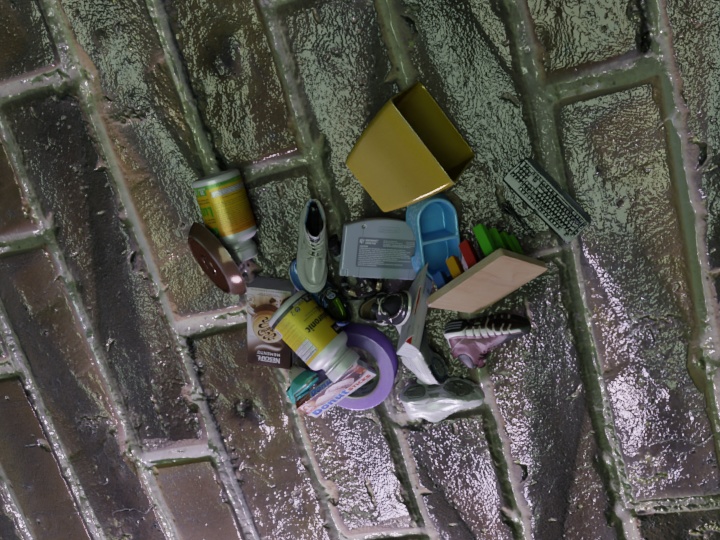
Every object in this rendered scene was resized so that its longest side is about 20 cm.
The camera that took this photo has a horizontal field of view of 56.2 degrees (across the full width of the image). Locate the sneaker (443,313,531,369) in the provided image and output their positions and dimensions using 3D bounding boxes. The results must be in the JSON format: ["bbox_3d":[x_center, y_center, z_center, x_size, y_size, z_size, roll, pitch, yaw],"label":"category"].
[{"bbox_3d":[0.295,0.167,1.530,0.199,0.076,0.116,-6,112,26],"label":"sneaker"}]

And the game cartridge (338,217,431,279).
[{"bbox_3d":[0.054,-0.049,1.481,0.199,0.040,0.134,3,106,-16],"label":"game cartridge"}]

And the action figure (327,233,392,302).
[{"bbox_3d":[0.000,0.000,1.539,0.129,0.070,0.201,-19,118,11],"label":"action figure"}]

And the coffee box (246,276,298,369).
[{"bbox_3d":[-0.208,0.126,1.620,0.112,0.080,0.201,6,109,10],"label":"coffee box"}]

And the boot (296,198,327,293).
[{"bbox_3d":[-0.107,-0.056,1.485,0.073,0.096,0.201,-4,79,-6],"label":"boot"}]

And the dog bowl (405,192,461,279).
[{"bbox_3d":[0.164,-0.070,1.461,0.111,0.050,0.201,-12,107,-12],"label":"dog bowl"}]

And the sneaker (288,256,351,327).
[{"bbox_3d":[-0.085,0.046,1.551,0.079,0.089,0.200,-45,102,-19],"label":"sneaker"}]

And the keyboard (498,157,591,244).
[{"bbox_3d":[0.379,-0.132,1.432,0.200,0.021,0.127,44,112,-3],"label":"keyboard"}]

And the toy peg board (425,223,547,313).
[{"bbox_3d":[0.254,-0.005,1.429,0.199,0.199,0.098,-37,60,31],"label":"toy peg board"}]

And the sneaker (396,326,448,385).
[{"bbox_3d":[0.122,0.185,1.571,0.087,0.074,0.201,-25,92,44],"label":"sneaker"}]

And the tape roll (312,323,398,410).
[{"bbox_3d":[-0.012,0.231,1.619,0.199,0.066,0.202,4,109,11],"label":"tape roll"}]

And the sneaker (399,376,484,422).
[{"bbox_3d":[0.198,0.315,1.604,0.199,0.078,0.100,-5,124,14],"label":"sneaker"}]

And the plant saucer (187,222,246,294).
[{"bbox_3d":[-0.338,-0.019,1.555,0.200,0.034,0.201,40,154,24],"label":"plant saucer"}]

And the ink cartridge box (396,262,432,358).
[{"bbox_3d":[0.126,0.089,1.432,0.047,0.200,0.161,14,71,-3],"label":"ink cartridge box"}]

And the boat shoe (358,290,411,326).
[{"bbox_3d":[0.052,0.081,1.466,0.060,0.200,0.074,9,81,-19],"label":"boat shoe"}]

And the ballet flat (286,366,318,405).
[{"bbox_3d":[-0.150,0.271,1.621,0.070,0.067,0.200,50,155,13],"label":"ballet flat"}]

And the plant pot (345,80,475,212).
[{"bbox_3d":[0.089,-0.238,1.379,0.176,0.200,0.200,-34,98,32],"label":"plant pot"}]

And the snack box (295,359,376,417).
[{"bbox_3d":[-0.059,0.277,1.579,0.200,0.024,0.072,-39,134,21],"label":"snack box"}]

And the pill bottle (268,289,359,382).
[{"bbox_3d":[-0.099,0.149,1.494,0.200,0.111,0.111,45,112,4],"label":"pill bottle"}]

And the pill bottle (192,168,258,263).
[{"bbox_3d":[-0.302,-0.122,1.542,0.110,0.111,0.201,-11,105,16],"label":"pill bottle"}]
